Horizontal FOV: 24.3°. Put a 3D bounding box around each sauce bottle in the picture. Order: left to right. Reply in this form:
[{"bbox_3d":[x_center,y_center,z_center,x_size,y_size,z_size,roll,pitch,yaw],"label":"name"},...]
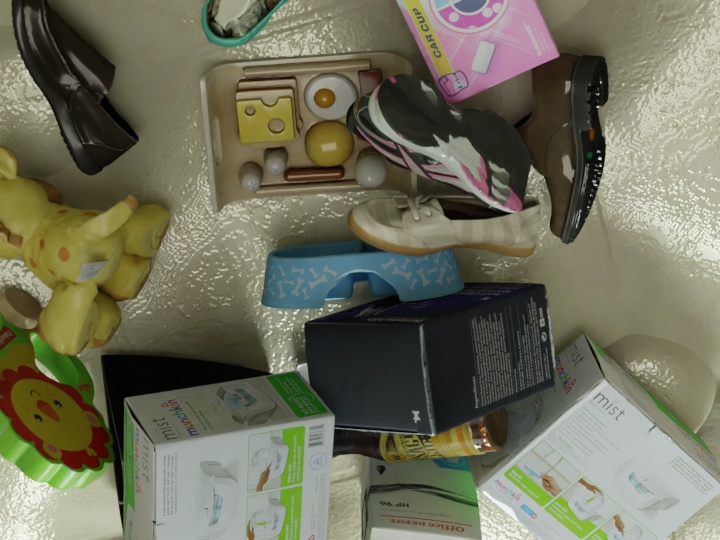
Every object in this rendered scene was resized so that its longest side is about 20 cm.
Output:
[{"bbox_3d":[0.048,0.162,1.685,0.200,0.066,0.066,-11,119,28],"label":"sauce bottle"}]

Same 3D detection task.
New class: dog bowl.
[{"bbox_3d":[0.000,0.000,1.627,0.199,0.111,0.050,-5,99,2],"label":"dog bowl"}]

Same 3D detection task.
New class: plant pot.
[{"bbox_3d":[-0.157,0.202,1.689,0.177,0.200,0.201,-9,118,-11],"label":"plant pot"}]

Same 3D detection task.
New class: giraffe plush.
[{"bbox_3d":[-0.299,-0.029,1.588,0.162,0.200,0.173,28,83,11],"label":"giraffe plush"}]

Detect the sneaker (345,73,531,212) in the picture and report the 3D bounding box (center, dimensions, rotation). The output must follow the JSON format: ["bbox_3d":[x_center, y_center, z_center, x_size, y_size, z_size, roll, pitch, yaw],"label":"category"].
[{"bbox_3d":[0.071,-0.118,1.541,0.200,0.081,0.086,34,156,-31],"label":"sneaker"}]

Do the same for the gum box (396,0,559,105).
[{"bbox_3d":[0.088,-0.265,1.512,0.113,0.066,0.200,-24,115,10],"label":"gum box"}]

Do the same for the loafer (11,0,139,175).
[{"bbox_3d":[-0.263,-0.186,1.552,0.071,0.073,0.200,-20,124,3],"label":"loafer"}]

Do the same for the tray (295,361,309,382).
[{"bbox_3d":[0.037,0.129,1.739,0.199,0.022,0.108,-5,116,2],"label":"tray"}]

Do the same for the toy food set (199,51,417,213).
[{"bbox_3d":[-0.048,-0.126,1.585,0.199,0.060,0.144,-4,118,0],"label":"toy food set"}]

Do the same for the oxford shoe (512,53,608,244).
[{"bbox_3d":[0.189,-0.118,1.600,0.084,0.073,0.200,10,122,21],"label":"oxford shoe"}]

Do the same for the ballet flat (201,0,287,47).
[{"bbox_3d":[-0.073,-0.275,1.501,0.067,0.070,0.200,41,110,-5],"label":"ballet flat"}]

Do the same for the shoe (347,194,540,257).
[{"bbox_3d":[0.082,-0.052,1.585,0.199,0.070,0.053,3,127,-25],"label":"shoe"}]

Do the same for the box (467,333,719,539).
[{"bbox_3d":[0.239,0.198,1.716,0.200,0.097,0.176,40,106,-23],"label":"box"}]

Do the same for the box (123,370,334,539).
[{"bbox_3d":[-0.124,0.212,1.545,0.176,0.097,0.201,-8,117,-23],"label":"box"}]

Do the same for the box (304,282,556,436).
[{"bbox_3d":[0.068,0.080,1.583,0.148,0.200,0.105,0,100,40],"label":"box"}]

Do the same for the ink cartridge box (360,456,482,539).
[{"bbox_3d":[0.061,0.261,1.707,0.116,0.200,0.068,6,117,-5],"label":"ink cartridge box"}]

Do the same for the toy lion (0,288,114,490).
[{"bbox_3d":[-0.313,0.123,1.614,0.192,0.200,0.069,41,109,-4],"label":"toy lion"}]
